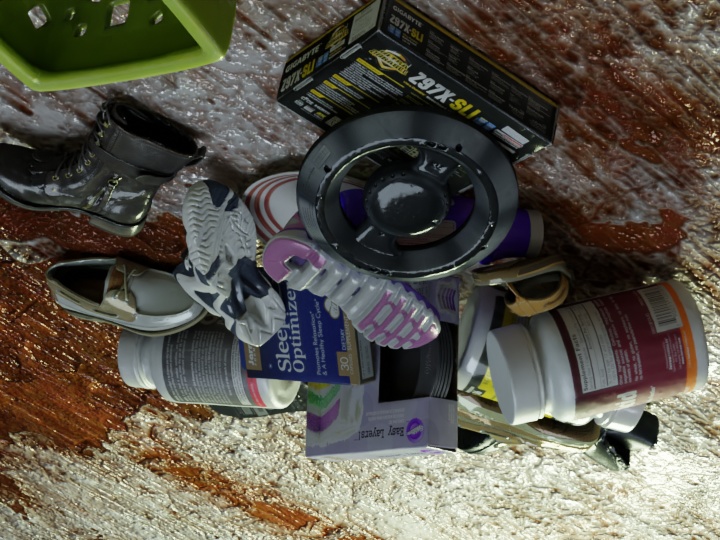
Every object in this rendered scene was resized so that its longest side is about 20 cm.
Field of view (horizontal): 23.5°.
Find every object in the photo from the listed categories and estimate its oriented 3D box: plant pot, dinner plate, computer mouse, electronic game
[{"bbox_3d":[-0.204,-0.270,1.284,0.199,0.182,0.199,-5,146,31],"label":"plant pot"},{"bbox_3d":[-0.024,-0.051,1.755,0.199,0.024,0.200,11,150,6],"label":"dinner plate"},{"bbox_3d":[-0.090,0.138,2.096,0.199,0.053,0.139,-4,149,9],"label":"computer mouse"},{"bbox_3d":[0.042,-0.066,1.541,0.199,0.042,0.201,1,133,1],"label":"electronic game"}]

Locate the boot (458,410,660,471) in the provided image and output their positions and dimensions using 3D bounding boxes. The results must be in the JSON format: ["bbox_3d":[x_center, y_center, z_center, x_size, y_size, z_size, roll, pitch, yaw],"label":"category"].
[{"bbox_3d":[0.228,0.190,2.001,0.168,0.077,0.200,31,137,-22],"label":"boot"}]

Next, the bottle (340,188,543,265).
[{"bbox_3d":[0.074,-0.040,1.651,0.199,0.066,0.084,3,-178,-14],"label":"bottle"}]

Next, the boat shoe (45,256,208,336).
[{"bbox_3d":[-0.265,0.026,1.945,0.199,0.075,0.068,1,155,24],"label":"boat shoe"}]

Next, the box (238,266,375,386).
[{"bbox_3d":[-0.072,0.057,1.837,0.199,0.122,0.032,1,-170,43],"label":"box"}]

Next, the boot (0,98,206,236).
[{"bbox_3d":[-0.267,-0.118,1.717,0.199,0.070,0.174,18,146,-15],"label":"boot"}]

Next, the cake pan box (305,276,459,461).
[{"bbox_3d":[0.025,0.104,1.819,0.052,0.185,0.199,10,167,-42],"label":"cake pan box"}]

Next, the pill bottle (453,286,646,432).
[{"bbox_3d":[0.201,0.097,1.819,0.199,0.115,0.114,18,151,-6],"label":"pill bottle"}]

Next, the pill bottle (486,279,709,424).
[{"bbox_3d":[0.233,0.084,1.708,0.199,0.115,0.114,-13,151,-6],"label":"pill bottle"}]

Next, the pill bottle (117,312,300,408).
[{"bbox_3d":[-0.175,0.100,1.996,0.199,0.111,0.111,2,149,21],"label":"pill bottle"}]

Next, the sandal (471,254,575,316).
[{"bbox_3d":[0.168,0.019,1.682,0.080,0.054,0.200,-12,170,18],"label":"sandal"}]

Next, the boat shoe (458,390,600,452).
[{"bbox_3d":[0.164,0.163,1.894,0.199,0.072,0.076,20,126,18],"label":"boat shoe"}]

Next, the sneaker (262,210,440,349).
[{"bbox_3d":[0.000,0.000,1.714,0.200,0.089,0.080,33,131,-16],"label":"sneaker"}]

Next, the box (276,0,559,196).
[{"bbox_3d":[0.049,-0.148,1.525,0.199,0.050,0.159,29,145,-25],"label":"box"}]

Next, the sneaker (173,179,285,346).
[{"bbox_3d":[-0.160,-0.021,1.794,0.129,0.079,0.200,25,153,45],"label":"sneaker"}]
